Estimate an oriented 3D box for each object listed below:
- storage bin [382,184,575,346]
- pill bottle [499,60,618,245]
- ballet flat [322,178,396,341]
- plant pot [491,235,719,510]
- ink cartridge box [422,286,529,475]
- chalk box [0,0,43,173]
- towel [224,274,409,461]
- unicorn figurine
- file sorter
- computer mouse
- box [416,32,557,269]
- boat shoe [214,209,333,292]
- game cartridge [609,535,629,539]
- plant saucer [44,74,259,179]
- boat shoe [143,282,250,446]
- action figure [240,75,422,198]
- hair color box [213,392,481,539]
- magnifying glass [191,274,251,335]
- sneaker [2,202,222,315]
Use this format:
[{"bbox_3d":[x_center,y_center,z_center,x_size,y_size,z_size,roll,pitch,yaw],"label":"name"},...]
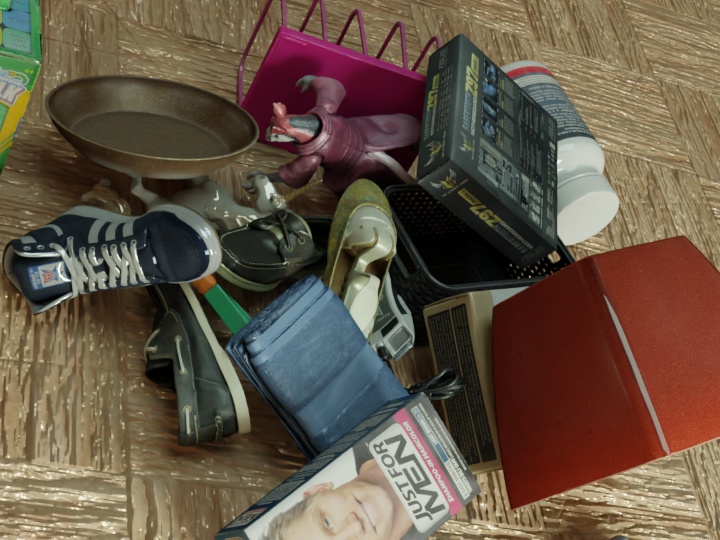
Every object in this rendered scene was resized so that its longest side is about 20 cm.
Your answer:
[{"bbox_3d":[0.104,-0.009,1.389,0.200,0.094,0.135,-4,52,-37],"label":"storage bin"},{"bbox_3d":[0.210,-0.133,1.563,0.119,0.120,0.200,-2,50,-35],"label":"pill bottle"},{"bbox_3d":[0.000,0.000,1.256,0.071,0.071,0.200,22,66,-12],"label":"ballet flat"},{"bbox_3d":[0.229,0.080,1.179,0.200,0.200,0.177,-11,76,-36],"label":"plant pot"},{"bbox_3d":[0.170,0.098,1.293,0.200,0.075,0.165,-5,79,-36],"label":"ink cartridge box"},{"bbox_3d":[-0.353,-0.193,1.190,0.124,0.200,0.124,10,45,-25],"label":"chalk box"},{"bbox_3d":[-0.019,0.110,1.159,0.112,0.049,0.200,-42,99,-33],"label":"towel"},{"bbox_3d":[-0.160,-0.067,1.302,0.200,0.074,0.137,-35,73,-31],"label":"unicorn figurine"},{"bbox_3d":[-0.022,-0.208,1.473,0.199,0.139,0.126,16,41,-19],"label":"file sorter"},{"bbox_3d":[0.022,0.063,1.277,0.044,0.109,0.200,48,15,-44],"label":"computer mouse"},{"bbox_3d":[0.131,-0.122,1.363,0.158,0.051,0.200,37,39,-28],"label":"box"},{"bbox_3d":[-0.075,-0.026,1.268,0.072,0.066,0.201,47,21,19],"label":"boat shoe"},{"bbox_3d":[0.255,0.336,1.184,0.133,0.041,0.200,-26,66,-42],"label":"game cartridge"},{"bbox_3d":[-0.197,-0.132,1.279,0.200,0.037,0.201,11,26,-5],"label":"plant saucer"},{"bbox_3d":[-0.157,0.065,1.164,0.067,0.072,0.200,-20,51,-12],"label":"boat shoe"},{"bbox_3d":[-0.022,-0.118,1.355,0.149,0.134,0.200,21,4,33],"label":"action figure"},{"bbox_3d":[-0.006,0.192,1.077,0.200,0.060,0.100,-34,95,-32],"label":"hair color box"},{"bbox_3d":[-0.118,0.031,1.197,0.200,0.022,0.080,49,0,-5],"label":"magnifying glass"},{"bbox_3d":[-0.215,-0.008,1.138,0.200,0.070,0.108,5,26,39],"label":"sneaker"}]
